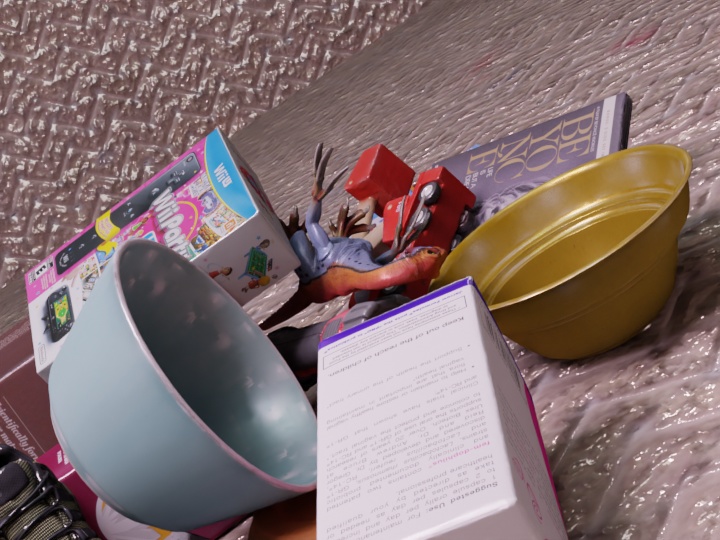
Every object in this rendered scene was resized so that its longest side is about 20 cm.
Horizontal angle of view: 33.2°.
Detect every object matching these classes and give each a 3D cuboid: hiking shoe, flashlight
[{"bbox_3d":[-0.201,0.172,0.746,0.076,0.101,0.200,-45,38,-13],"label":"hiking shoe"},{"bbox_3d":[-0.020,0.065,0.939,0.068,0.068,0.200,-19,-1,-29],"label":"flashlight"}]

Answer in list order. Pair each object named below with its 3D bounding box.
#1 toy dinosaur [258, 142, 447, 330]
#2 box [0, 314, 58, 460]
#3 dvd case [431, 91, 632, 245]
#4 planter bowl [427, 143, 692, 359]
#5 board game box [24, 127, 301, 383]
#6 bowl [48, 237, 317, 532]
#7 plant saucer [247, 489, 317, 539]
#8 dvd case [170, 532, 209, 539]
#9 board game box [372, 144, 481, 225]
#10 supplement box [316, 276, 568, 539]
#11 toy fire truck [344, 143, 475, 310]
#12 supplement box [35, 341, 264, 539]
[{"bbox_3d":[0.000,0.000,0.908,0.104,0.201,0.182,3,25,-18],"label":"toy dinosaur"},{"bbox_3d":[-0.268,0.132,1.096,0.164,0.166,0.200,-36,15,-15],"label":"box"},{"bbox_3d":[0.127,-0.059,0.992,0.199,0.016,0.149,-17,44,37],"label":"dvd case"},{"bbox_3d":[0.152,0.002,0.827,0.200,0.084,0.201,-31,15,9],"label":"planter bowl"},{"bbox_3d":[-0.157,-0.002,0.926,0.200,0.064,0.148,-35,36,3],"label":"board game box"},{"bbox_3d":[-0.124,0.089,0.785,0.105,0.201,0.201,-39,14,13],"label":"bowl"},{"bbox_3d":[0.004,0.135,0.800,0.200,0.038,0.200,-30,17,10],"label":"plant saucer"},{"bbox_3d":[-0.110,0.228,0.710,0.150,0.025,0.200,-48,22,-25],"label":"dvd case"},{"bbox_3d":[0.068,-0.059,1.262,0.200,0.037,0.151,-34,16,-3],"label":"board game box"},{"bbox_3d":[0.042,0.107,0.623,0.103,0.101,0.200,-24,26,10],"label":"supplement box"},{"bbox_3d":[0.026,-0.026,1.016,0.141,0.049,0.201,-15,45,49],"label":"toy fire truck"},{"bbox_3d":[-0.140,0.145,0.914,0.200,0.111,0.086,-35,16,-8],"label":"supplement box"}]
